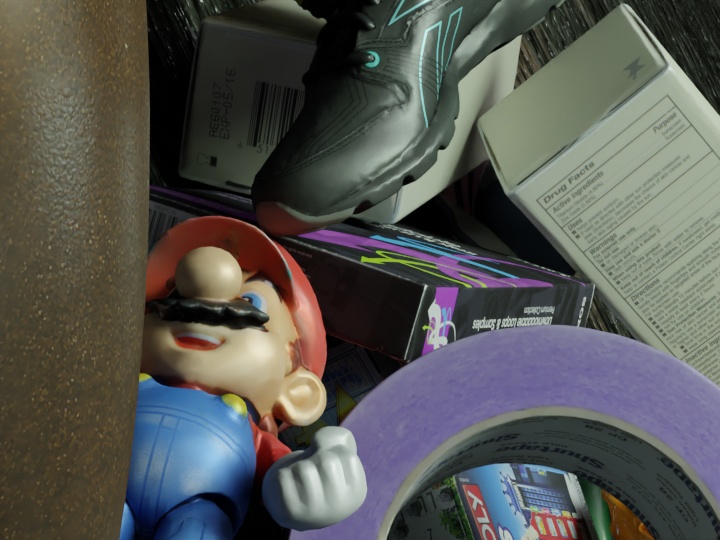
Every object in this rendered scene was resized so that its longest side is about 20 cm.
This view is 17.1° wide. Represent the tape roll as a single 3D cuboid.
[{"bbox_3d":[0.066,0.126,0.884,0.085,0.199,0.201,114,-44,-72],"label":"tape roll"}]

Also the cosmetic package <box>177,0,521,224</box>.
[{"bbox_3d":[0.001,-0.081,1.085,0.200,0.103,0.074,-40,141,-70],"label":"cosmetic package"}]

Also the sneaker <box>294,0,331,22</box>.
[{"bbox_3d":[-0.016,-0.201,0.970,0.077,0.075,0.201,-65,153,-50],"label":"sneaker"}]

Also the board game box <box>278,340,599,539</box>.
[{"bbox_3d":[0.035,0.100,1.045,0.200,0.061,0.201,19,48,-60],"label":"board game box"}]

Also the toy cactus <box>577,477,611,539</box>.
[{"bbox_3d":[0.143,0.131,1.180,0.165,0.199,0.102,-53,155,-21],"label":"toy cactus"}]

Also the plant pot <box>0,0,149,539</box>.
[{"bbox_3d":[-0.133,-0.010,0.664,0.187,0.186,0.201,-22,100,-68],"label":"plant pot"}]

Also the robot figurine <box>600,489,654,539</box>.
[{"bbox_3d":[0.170,0.156,1.019,0.200,0.058,0.146,-150,-138,-67],"label":"robot figurine"}]

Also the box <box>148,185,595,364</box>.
[{"bbox_3d":[0.000,0.000,0.991,0.200,0.142,0.036,4,103,-67],"label":"box"}]

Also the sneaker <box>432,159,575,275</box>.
[{"bbox_3d":[0.083,-0.045,1.230,0.070,0.082,0.200,46,6,-25],"label":"sneaker"}]

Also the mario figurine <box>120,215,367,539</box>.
[{"bbox_3d":[-0.065,0.044,0.811,0.123,0.106,0.200,38,36,-15],"label":"mario figurine"}]

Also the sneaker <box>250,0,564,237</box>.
[{"bbox_3d":[0.009,-0.093,0.923,0.079,0.075,0.200,54,51,-22],"label":"sneaker"}]

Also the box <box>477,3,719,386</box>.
[{"bbox_3d":[0.151,-0.014,1.096,0.200,0.095,0.078,48,12,-27],"label":"box"}]
